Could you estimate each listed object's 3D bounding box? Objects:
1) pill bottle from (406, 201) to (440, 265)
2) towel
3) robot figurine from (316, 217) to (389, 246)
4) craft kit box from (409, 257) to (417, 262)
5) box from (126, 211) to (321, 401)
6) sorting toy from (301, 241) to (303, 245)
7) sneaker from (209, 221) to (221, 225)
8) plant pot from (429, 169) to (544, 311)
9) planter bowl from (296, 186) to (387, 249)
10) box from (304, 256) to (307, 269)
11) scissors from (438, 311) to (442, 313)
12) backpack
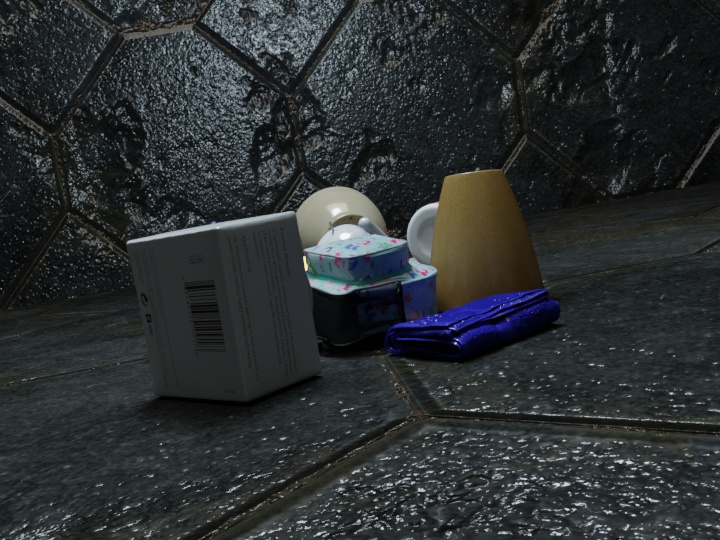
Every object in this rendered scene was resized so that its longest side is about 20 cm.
[{"bbox_3d":[0.165,-0.071,1.409,0.110,0.115,0.199,-7,7,25],"label":"pill bottle"},{"bbox_3d":[0.144,0.064,1.013,0.197,0.051,0.146,-14,7,-37],"label":"towel"},{"bbox_3d":[0.000,0.000,1.305,0.112,0.172,0.199,-8,-34,45],"label":"robot figurine"},{"bbox_3d":[0.138,0.003,1.521,0.197,0.050,0.196,-6,9,33],"label":"craft kit box"},{"bbox_3d":[-0.169,0.044,0.974,0.197,0.203,0.129,-5,6,43],"label":"box"},{"bbox_3d":[-0.214,-0.005,1.452,0.197,0.071,0.198,-27,20,-16],"label":"sorting toy"},{"bbox_3d":[-0.196,-0.030,1.284,0.195,0.118,0.081,-16,9,-9],"label":"sneaker"},{"bbox_3d":[0.185,-0.048,1.222,0.182,0.205,0.186,-6,3,0],"label":"plant pot"},{"bbox_3d":[-0.030,-0.056,1.543,0.196,0.205,0.135,-11,13,-13],"label":"planter bowl"},{"bbox_3d":[-0.088,0.027,1.394,0.196,0.120,0.042,-17,48,-11],"label":"box"},{"bbox_3d":[0.136,0.066,1.222,0.072,0.014,0.200,-12,4,-16],"label":"scissors"},{"bbox_3d":[0.013,0.027,1.150,0.197,0.154,0.176,-4,9,-32],"label":"backpack"}]
